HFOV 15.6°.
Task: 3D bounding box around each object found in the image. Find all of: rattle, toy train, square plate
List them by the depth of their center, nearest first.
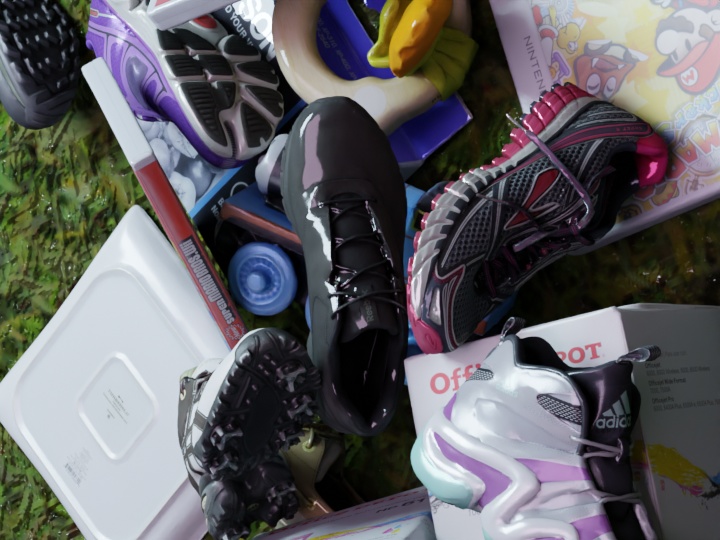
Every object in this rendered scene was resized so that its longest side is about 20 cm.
[{"bbox_3d":[-0.023,-0.185,1.602,0.130,0.143,0.200,-37,74,16],"label":"rattle"},{"bbox_3d":[0.008,-0.011,1.602,0.199,0.087,0.115,25,110,13],"label":"toy train"},{"bbox_3d":[-0.156,0.094,1.777,0.198,0.028,0.200,-50,63,24],"label":"square plate"}]

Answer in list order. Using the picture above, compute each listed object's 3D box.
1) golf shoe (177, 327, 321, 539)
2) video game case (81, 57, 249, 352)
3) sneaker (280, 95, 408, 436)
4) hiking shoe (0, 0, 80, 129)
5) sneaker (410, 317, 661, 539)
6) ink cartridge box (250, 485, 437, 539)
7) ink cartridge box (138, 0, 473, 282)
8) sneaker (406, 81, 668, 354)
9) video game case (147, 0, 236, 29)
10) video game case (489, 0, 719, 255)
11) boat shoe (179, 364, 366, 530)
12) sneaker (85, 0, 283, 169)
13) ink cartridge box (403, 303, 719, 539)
[{"bbox_3d":[-0.078,0.080,1.550,0.095,0.077,0.200,61,156,28],"label":"golf shoe"},{"bbox_3d":[-0.110,-0.023,1.630,0.017,0.200,0.143,-28,33,-3],"label":"video game case"},{"bbox_3d":[0.000,0.000,1.510,0.076,0.091,0.201,-9,98,-6],"label":"sneaker"},{"bbox_3d":[-0.262,-0.161,1.835,0.101,0.076,0.200,-52,54,33],"label":"hiking shoe"},{"bbox_3d":[0.126,0.103,1.371,0.200,0.078,0.140,42,111,25],"label":"sneaker"},{"bbox_3d":[-0.013,0.195,1.526,0.144,0.200,0.085,-17,93,15],"label":"ink cartridge box"},{"bbox_3d":[-0.050,-0.114,1.693,0.200,0.043,0.199,-42,67,26],"label":"ink cartridge box"},{"bbox_3d":[0.095,-0.029,1.485,0.074,0.200,0.081,26,150,29],"label":"sneaker"},{"bbox_3d":[-0.051,-0.244,1.629,0.143,0.017,0.201,-18,42,33],"label":"video game case"},{"bbox_3d":[0.178,-0.127,1.542,0.199,0.023,0.183,-23,77,33],"label":"video game case"},{"bbox_3d":[-0.035,0.130,1.663,0.066,0.074,0.200,-40,85,18],"label":"boat shoe"},{"bbox_3d":[-0.116,-0.120,1.674,0.200,0.080,0.084,52,131,44],"label":"sneaker"},{"bbox_3d":[0.137,0.129,1.496,0.147,0.144,0.201,-14,83,33],"label":"ink cartridge box"}]
